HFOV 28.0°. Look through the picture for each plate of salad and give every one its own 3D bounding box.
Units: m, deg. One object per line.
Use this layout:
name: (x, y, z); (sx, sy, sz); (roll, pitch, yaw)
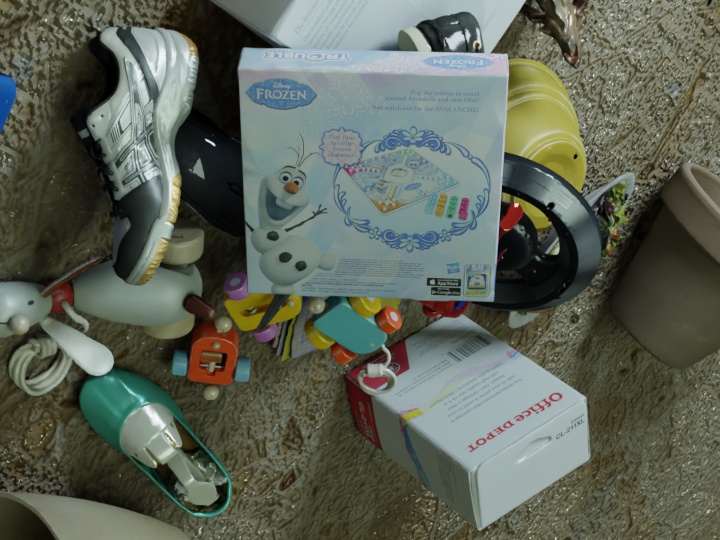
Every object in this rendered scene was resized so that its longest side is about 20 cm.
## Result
plate of salad: (0.224, -0.014, 1.473); (0.200, 0.048, 0.200); (-44, 161, -20)

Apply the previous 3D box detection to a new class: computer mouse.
computer mouse: (-0.086, -0.089, 1.214); (0.141, 0.046, 0.200); (-51, 128, -4)

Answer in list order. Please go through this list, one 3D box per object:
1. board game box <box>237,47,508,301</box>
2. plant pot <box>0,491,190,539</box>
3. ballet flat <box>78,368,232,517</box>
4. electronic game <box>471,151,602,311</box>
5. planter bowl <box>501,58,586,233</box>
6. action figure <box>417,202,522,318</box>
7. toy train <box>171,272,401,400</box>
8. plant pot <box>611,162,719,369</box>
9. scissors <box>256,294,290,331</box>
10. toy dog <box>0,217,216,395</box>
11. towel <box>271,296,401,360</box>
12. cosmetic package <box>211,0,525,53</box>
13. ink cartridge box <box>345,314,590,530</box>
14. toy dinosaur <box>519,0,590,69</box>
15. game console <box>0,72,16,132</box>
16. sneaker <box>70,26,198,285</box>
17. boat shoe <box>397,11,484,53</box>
board game box: (0.009, -0.072, 1.111); (0.199, 0.043, 0.199); (2, 124, 2)
plant pot: (-0.236, 0.276, 1.239); (0.200, 0.187, 0.188); (5, 111, -55)
ballet flat: (-0.171, 0.157, 1.280); (0.067, 0.070, 0.200); (-45, 133, -9)
electronic game: (0.126, -0.034, 1.344); (0.042, 0.200, 0.200); (-67, 146, -40)
planter bowl: (0.157, -0.096, 1.394); (0.200, 0.083, 0.201); (-20, 125, -31)
action figure: (0.091, -0.009, 1.318); (0.052, 0.065, 0.200); (-60, 179, -35)
toy train: (-0.064, 0.051, 1.265); (0.199, 0.056, 0.150); (4, 135, -4)
plant pot: (0.370, 0.008, 1.575); (0.200, 0.200, 0.175); (19, 120, -43)
scissors: (-0.031, -0.038, 1.182); (0.200, 0.014, 0.073); (-40, 111, 6)
toy dog: (-0.198, 0.031, 1.169); (0.200, 0.096, 0.132); (-32, 130, -21)
towel: (0.000, 0.000, 1.315); (0.143, 0.023, 0.200); (-17, 146, -32)
cosmetic package: (0.016, -0.243, 1.167); (0.200, 0.123, 0.200); (31, 95, -46)
ink cartridge box: (0.104, 0.142, 1.402); (0.146, 0.200, 0.083); (-28, 128, -24)
toy dinosaur: (0.191, -0.297, 1.315); (0.200, 0.086, 0.136); (-62, 147, -16)
game console: (-0.366, -0.078, 1.029); (0.200, 0.118, 0.171); (-64, 165, 9)
sneaker: (-0.184, -0.090, 1.112); (0.087, 0.076, 0.201); (8, 83, -24)
boat shoe: (0.079, -0.110, 1.160); (0.063, 0.074, 0.202); (-20, 125, -14)
